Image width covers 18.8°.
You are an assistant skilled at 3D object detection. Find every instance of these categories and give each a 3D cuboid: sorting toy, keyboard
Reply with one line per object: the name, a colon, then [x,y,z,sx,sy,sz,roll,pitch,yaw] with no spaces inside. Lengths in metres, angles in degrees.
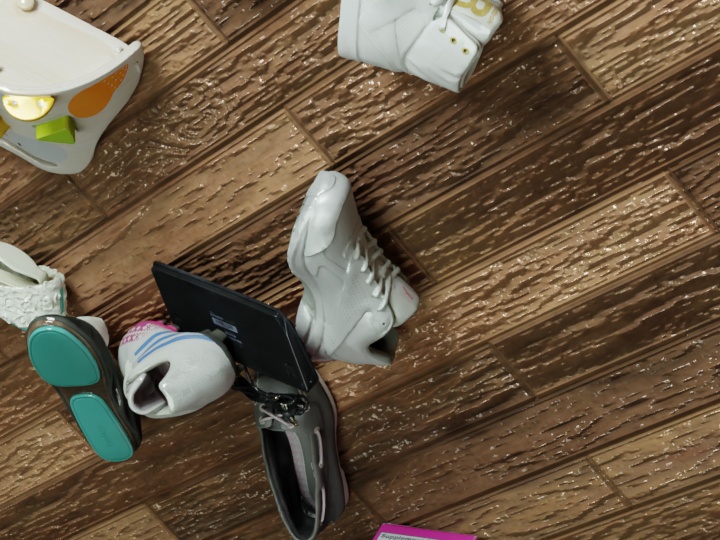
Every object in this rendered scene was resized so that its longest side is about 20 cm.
sorting toy: [-0.280,-0.145,1.743,0.199,0.107,0.180,28,157,10]
keyboard: [-0.098,0.061,1.796,0.199,0.021,0.128,21,137,50]

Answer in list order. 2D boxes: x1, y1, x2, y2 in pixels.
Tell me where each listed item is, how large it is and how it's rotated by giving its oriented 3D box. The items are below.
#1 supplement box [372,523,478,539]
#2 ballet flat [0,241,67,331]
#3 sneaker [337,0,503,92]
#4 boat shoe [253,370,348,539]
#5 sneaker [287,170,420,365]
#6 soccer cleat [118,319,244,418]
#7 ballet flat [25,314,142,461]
supplement box: [0.032,0.325,1.863,0.103,0.200,0.102,5,130,32]
ballet flat: [-0.345,-0.010,1.915,0.198,0.072,0.072,21,137,4]
sneaker: [0.048,-0.206,1.474,0.115,0.074,0.201,21,146,13]
boat shoe: [-0.055,0.150,1.869,0.066,0.057,0.201,7,131,28]
sneaker: [0.000,0.000,1.695,0.099,0.078,0.201,13,143,14]
soccer cleat: [-0.176,0.087,1.835,0.200,0.086,0.070,-7,115,61]
ballet flat: [-0.243,0.087,1.916,0.067,0.069,0.201,-3,139,14]
